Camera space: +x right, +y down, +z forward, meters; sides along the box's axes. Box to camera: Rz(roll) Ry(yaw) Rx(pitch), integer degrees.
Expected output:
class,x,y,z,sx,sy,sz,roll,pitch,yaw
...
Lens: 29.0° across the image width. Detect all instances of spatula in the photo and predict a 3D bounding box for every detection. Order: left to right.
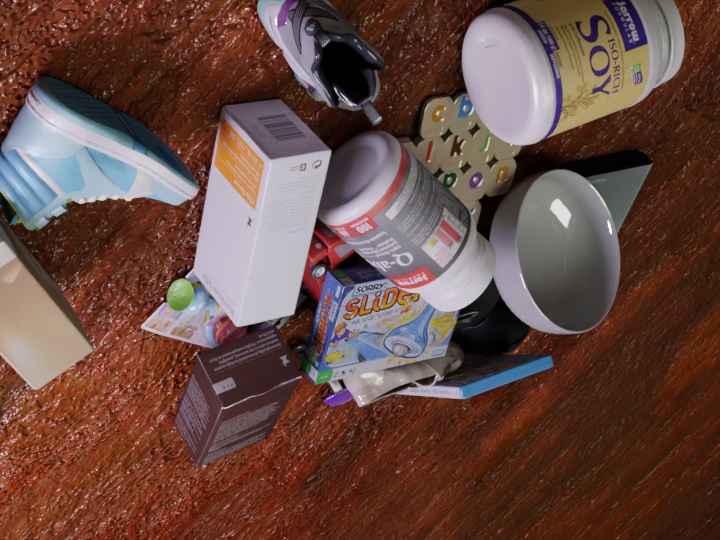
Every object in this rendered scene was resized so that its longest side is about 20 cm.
class,x,y,z,sx,sy,sz,roll,pitch,yaw
spatula,-0.043,0.131,1.744,0.056,0.021,0.200,-28,146,8

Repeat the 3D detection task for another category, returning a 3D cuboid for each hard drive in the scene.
class,x,y,z,sx,sy,sz,roll,pitch,yaw
hard drive,0.288,-0.063,1.816,0.139,0.033,0.200,-13,139,-33

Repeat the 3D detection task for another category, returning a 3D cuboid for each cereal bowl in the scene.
class,x,y,z,sx,sy,sz,roll,pitch,yaw
cereal bowl,0.223,-0.019,1.680,0.200,0.201,0.083,0,174,-43

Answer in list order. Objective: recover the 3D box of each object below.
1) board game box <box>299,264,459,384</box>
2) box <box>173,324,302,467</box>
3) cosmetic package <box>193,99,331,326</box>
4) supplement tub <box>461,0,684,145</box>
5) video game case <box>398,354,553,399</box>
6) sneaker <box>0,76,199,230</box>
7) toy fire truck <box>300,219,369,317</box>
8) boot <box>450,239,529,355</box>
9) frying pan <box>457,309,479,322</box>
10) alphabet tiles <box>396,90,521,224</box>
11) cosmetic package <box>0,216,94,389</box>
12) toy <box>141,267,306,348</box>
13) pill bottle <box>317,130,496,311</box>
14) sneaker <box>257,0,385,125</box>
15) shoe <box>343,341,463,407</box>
class,x,y,z,sx,sy,sz,roll,pitch,yaw
board game box,0.033,0.051,1.598,0.199,0.034,0.136,-10,129,-38
box,-0.143,0.145,1.571,0.100,0.075,0.200,-20,163,-25
cosmetic package,-0.101,-0.056,1.376,0.071,0.101,0.201,-12,132,-33
supplement tub,0.223,-0.226,1.457,0.199,0.146,0.146,-22,144,-23
video game case,0.135,0.134,1.798,0.143,0.018,0.200,-17,-175,-27
sneaker,-0.248,-0.081,1.248,0.131,0.080,0.200,-48,136,12
toy fire truck,0.000,0.000,1.596,0.141,0.049,0.200,-37,142,-18
boot,0.162,0.032,1.774,0.198,0.073,0.163,-5,137,-32
frying pan,0.044,0.088,1.718,0.189,0.031,0.115,2,145,-17
alphabet tiles,0.100,-0.116,1.572,0.199,0.015,0.196,-14,130,-32
cosmetic package,-0.326,0.012,1.260,0.071,0.105,0.200,-34,148,-6
toy,-0.136,0.053,1.538,0.115,0.047,0.200,-47,145,14
pill bottle,0.051,-0.048,1.480,0.116,0.116,0.200,-44,124,9
sneaker,-0.012,-0.176,1.296,0.078,0.140,0.200,-42,146,6
shoe,0.057,0.129,1.709,0.200,0.054,0.070,-6,153,-43
